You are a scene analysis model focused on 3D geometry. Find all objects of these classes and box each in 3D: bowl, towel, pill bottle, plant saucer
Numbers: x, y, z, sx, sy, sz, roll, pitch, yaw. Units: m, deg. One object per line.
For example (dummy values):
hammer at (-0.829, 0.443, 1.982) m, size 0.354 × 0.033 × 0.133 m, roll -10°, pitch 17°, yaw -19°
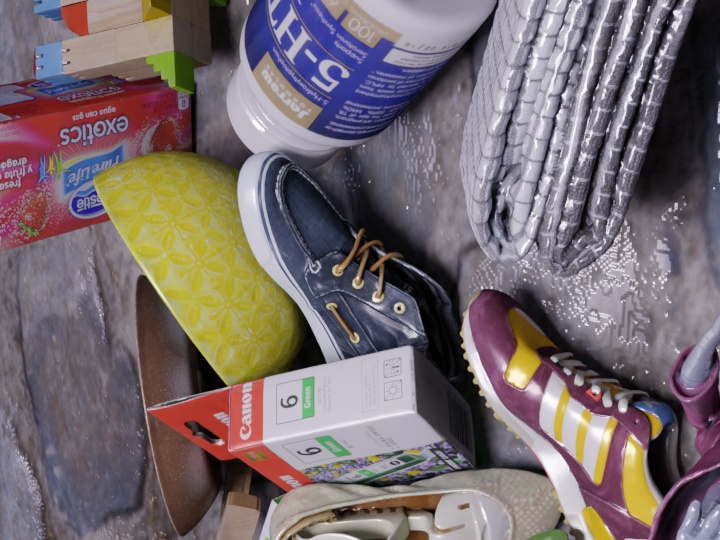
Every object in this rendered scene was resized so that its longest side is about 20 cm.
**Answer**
bowl at (-0.091, -0.013, 0.961) m, size 0.107 × 0.200 × 0.201 m, roll -34°, pitch 72°, yaw -3°
towel at (0.115, -0.115, 0.726) m, size 0.085 × 0.166 × 0.202 m, roll 13°, pitch 112°, yaw -2°
pill bottle at (-0.009, -0.149, 0.851) m, size 0.121 × 0.119 × 0.200 m, roll 62°, pitch 145°, yaw 12°
plant saucer at (-0.136, 0.100, 1.030) m, size 0.200 × 0.036 × 0.203 m, roll 171°, pitch 90°, yaw -87°

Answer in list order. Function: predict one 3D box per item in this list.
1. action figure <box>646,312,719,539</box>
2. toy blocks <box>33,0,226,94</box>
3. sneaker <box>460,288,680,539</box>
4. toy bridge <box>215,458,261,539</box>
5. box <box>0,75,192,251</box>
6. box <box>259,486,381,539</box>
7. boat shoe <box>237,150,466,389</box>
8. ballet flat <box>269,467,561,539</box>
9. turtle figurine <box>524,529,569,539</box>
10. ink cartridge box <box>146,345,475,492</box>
action figure at (0.209, 0.106, 0.686) m, size 0.133 × 0.200 × 0.150 m, roll 30°, pitch 106°, yaw 0°
toy blocks at (-0.183, -0.220, 0.993) m, size 0.135 × 0.100 × 0.203 m, roll -6°, pitch 83°, yaw 27°
sneaker at (0.143, 0.085, 0.817) m, size 0.090 × 0.075 × 0.201 m, roll -38°, pitch 81°, yaw 34°
toy bridge at (-0.094, 0.197, 1.003) m, size 0.027 × 0.201 × 0.068 m, roll 12°, pitch 119°, yaw -8°
box at (-0.231, -0.090, 1.019) m, size 0.099 × 0.199 × 0.097 m, roll 19°, pitch 117°, yaw 38°
box at (0.008, 0.277, 0.964) m, size 0.199 × 0.096 × 0.178 m, roll 36°, pitch 123°, yaw 31°
boat shoe at (0.000, 0.000, 0.893) m, size 0.090 × 0.071 × 0.201 m, roll -7°, pitch 125°, yaw 36°
ballet flat at (0.036, 0.172, 0.876) m, size 0.197 × 0.062 × 0.068 m, roll -7°, pitch 106°, yaw 11°
turtle figurine at (0.117, 0.269, 0.784) m, size 0.198 × 0.144 × 0.196 m, roll -15°, pitch 108°, yaw 30°
ink cartridge box at (-0.033, 0.112, 0.897) m, size 0.198 × 0.109 × 0.051 m, roll -15°, pitch 58°, yaw 20°
